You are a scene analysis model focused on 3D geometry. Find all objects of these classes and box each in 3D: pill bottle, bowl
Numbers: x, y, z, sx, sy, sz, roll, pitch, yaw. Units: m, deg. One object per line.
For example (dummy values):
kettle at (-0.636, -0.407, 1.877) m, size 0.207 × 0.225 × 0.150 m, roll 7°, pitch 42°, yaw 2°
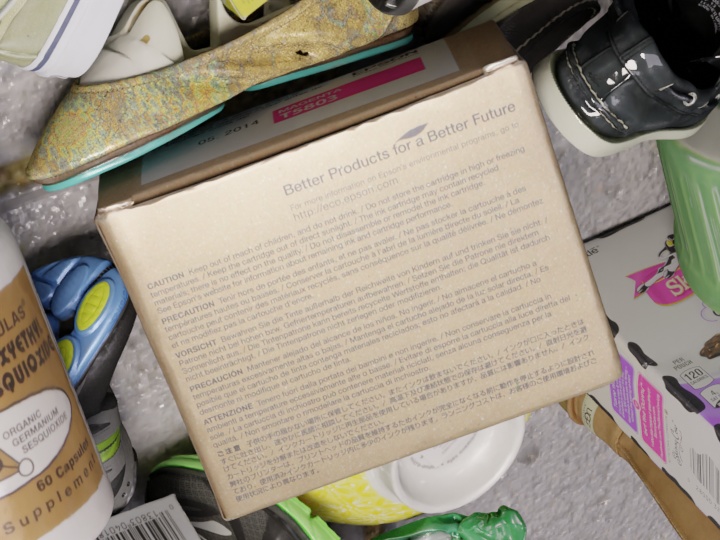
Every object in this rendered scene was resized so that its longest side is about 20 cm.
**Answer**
pill bottle at (-0.188, 0.033, 0.834) m, size 0.114 × 0.114 × 0.202 m, roll -24°, pitch 108°, yaw -17°
bowl at (0.026, 0.062, 1.027) m, size 0.198 × 0.108 × 0.202 m, roll -17°, pitch 128°, yaw -23°

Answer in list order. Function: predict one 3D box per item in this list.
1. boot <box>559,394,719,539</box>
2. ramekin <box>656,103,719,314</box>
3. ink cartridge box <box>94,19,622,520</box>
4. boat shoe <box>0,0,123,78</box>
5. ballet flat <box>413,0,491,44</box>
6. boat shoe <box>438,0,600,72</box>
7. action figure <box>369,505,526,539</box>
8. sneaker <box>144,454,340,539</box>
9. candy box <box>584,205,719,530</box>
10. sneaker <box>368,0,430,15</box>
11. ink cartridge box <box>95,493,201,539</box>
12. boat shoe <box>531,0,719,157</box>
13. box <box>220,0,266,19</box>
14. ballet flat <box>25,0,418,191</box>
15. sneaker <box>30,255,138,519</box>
boot at (0.227, 0.101, 1.119) m, size 0.174 × 0.200 × 0.067 m, roll -22°, pitch 130°, yaw -18°
ramekin at (0.248, -0.069, 1.026) m, size 0.199 × 0.200 × 0.098 m, roll -33°, pitch 125°, yaw -9°
ink cartridge box at (0.000, 0.000, 0.899) m, size 0.198 × 0.075 × 0.166 m, roll -19°, pitch 112°, yaw 2°
boat shoe at (-0.112, -0.168, 0.805) m, size 0.062 × 0.072 × 0.201 m, roll 5°, pitch 120°, yaw -37°
ballet flat at (0.077, -0.197, 0.932) m, size 0.201 × 0.046 × 0.067 m, roll -58°, pitch 163°, yaw 21°
boat shoe at (0.042, -0.068, 0.961) m, size 0.200 × 0.066 × 0.072 m, roll -37°, pitch 169°, yaw 0°
action figure at (0.006, 0.175, 1.074) m, size 0.199 × 0.055 × 0.118 m, roll -30°, pitch 153°, yaw 25°
sneaker at (-0.042, 0.168, 0.999) m, size 0.084 × 0.200 × 0.077 m, roll -43°, pitch 160°, yaw -20°
candy box at (0.219, 0.040, 1.072) m, size 0.167 × 0.200 × 0.072 m, roll -24°, pitch 130°, yaw -17°
sneaker at (0.058, -0.200, 0.801) m, size 0.090 × 0.067 × 0.202 m, roll -8°, pitch 127°, yaw -31°
ink cartridge box at (-0.145, 0.204, 1.009) m, size 0.108 × 0.050 × 0.201 m, roll -18°, pitch 146°, yaw -30°
boat shoe at (0.148, -0.108, 0.933) m, size 0.066 × 0.075 × 0.199 m, roll -38°, pitch 170°, yaw 31°
box at (0.003, -0.198, 0.858) m, size 0.199 × 0.075 × 0.050 m, roll -38°, pitch 133°, yaw -6°
ballet flat at (-0.068, -0.102, 0.891) m, size 0.199 × 0.071 × 0.071 m, roll -25°, pitch 131°, yaw -16°
sneaker at (-0.144, 0.075, 0.958) m, size 0.082 × 0.071 × 0.201 m, roll -6°, pitch 128°, yaw -37°
